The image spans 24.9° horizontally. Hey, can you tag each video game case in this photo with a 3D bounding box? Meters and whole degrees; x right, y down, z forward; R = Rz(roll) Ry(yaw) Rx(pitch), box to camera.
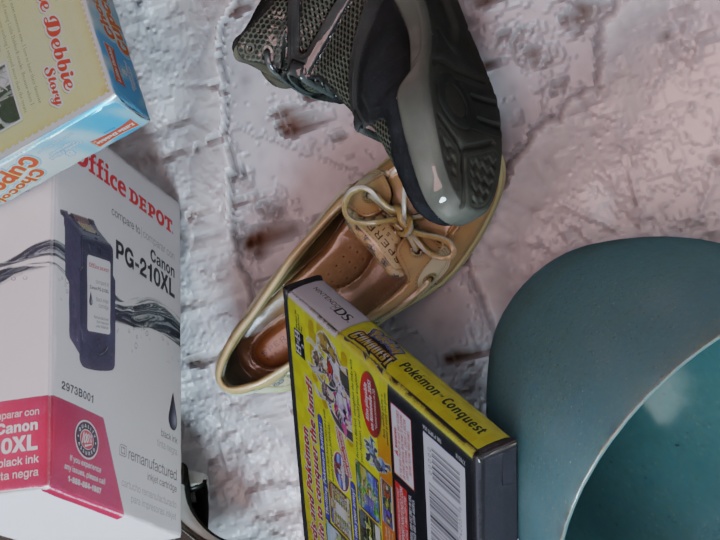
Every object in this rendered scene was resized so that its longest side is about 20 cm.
[{"bbox_3d":[0.020,0.127,0.833,0.181,0.025,0.201,38,140,49],"label":"video game case"}]

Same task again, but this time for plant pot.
[{"bbox_3d":[0.139,0.062,0.803,0.135,0.199,0.201,45,113,43],"label":"plant pot"}]

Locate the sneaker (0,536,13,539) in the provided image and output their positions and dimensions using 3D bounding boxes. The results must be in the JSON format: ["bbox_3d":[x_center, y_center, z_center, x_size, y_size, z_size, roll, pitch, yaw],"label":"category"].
[{"bbox_3d":[-0.264,0.189,0.976,0.199,0.115,0.079,4,100,17],"label":"sneaker"}]

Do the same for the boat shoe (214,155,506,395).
[{"bbox_3d":[0.000,0.000,0.887,0.073,0.063,0.200,45,108,7],"label":"boat shoe"}]

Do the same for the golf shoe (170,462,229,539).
[{"bbox_3d":[-0.140,0.139,0.959,0.094,0.078,0.200,-36,62,-22],"label":"golf shoe"}]

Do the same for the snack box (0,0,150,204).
[{"bbox_3d":[-0.188,-0.136,0.831,0.116,0.037,0.201,-27,64,14],"label":"snack box"}]

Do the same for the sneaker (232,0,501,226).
[{"bbox_3d":[0.003,-0.096,0.844,0.114,0.076,0.200,-31,63,27],"label":"sneaker"}]

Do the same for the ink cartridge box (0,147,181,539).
[{"bbox_3d":[-0.161,0.036,0.865,0.084,0.145,0.201,-10,69,18],"label":"ink cartridge box"}]
